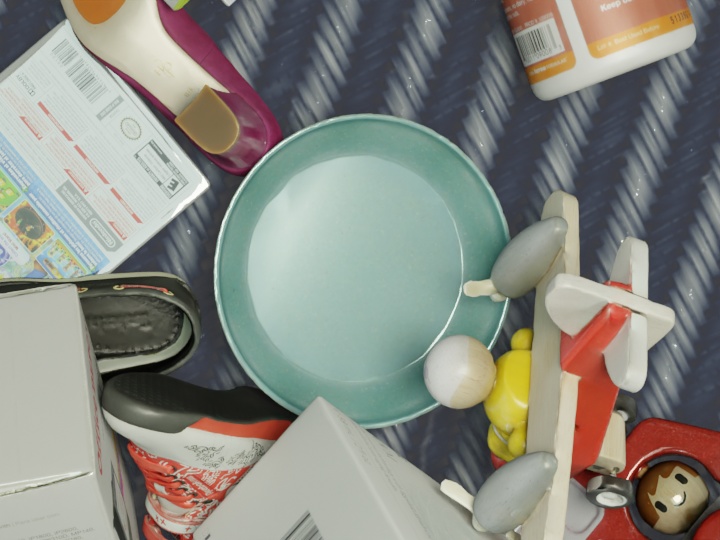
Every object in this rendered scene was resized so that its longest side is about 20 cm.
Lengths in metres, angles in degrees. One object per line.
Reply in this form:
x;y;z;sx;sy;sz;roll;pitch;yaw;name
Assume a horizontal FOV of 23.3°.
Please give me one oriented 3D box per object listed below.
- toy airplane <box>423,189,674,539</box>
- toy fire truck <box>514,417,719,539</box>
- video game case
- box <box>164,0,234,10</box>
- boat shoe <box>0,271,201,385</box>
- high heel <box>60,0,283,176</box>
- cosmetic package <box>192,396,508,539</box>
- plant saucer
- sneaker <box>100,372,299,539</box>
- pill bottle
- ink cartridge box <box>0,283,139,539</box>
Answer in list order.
0.108;0.062;1.044;0.140;0.200;0.201;7;101;3;toy airplane
0.184;0.184;1.131;0.168;0.112;0.200;39;91;16;toy fire truck
-0.217;-0.045;1.125;0.200;0.018;0.144;-40;95;-3;video game case
-0.126;-0.258;1.088;0.200;0.048;0.122;46;56;-4;box
-0.198;0.044;1.092;0.199;0.063;0.074;-10;105;-9;boat shoe
-0.122;-0.143;1.126;0.067;0.096;0.200;-47;73;8;high heel
0.033;0.209;1.005;0.123;0.200;0.200;-47;121;6;cosmetic package
0.000;0.000;1.126;0.198;0.036;0.202;-1;95;-15;plant saucer
-0.106;0.126;1.058;0.067;0.201;0.109;28;95;24;sneaker
0.131;-0.219;1.105;0.111;0.112;0.202;-20;93;-4;pill bottle
-0.182;0.131;1.023;0.085;0.148;0.201;-10;137;-5;ink cartridge box
